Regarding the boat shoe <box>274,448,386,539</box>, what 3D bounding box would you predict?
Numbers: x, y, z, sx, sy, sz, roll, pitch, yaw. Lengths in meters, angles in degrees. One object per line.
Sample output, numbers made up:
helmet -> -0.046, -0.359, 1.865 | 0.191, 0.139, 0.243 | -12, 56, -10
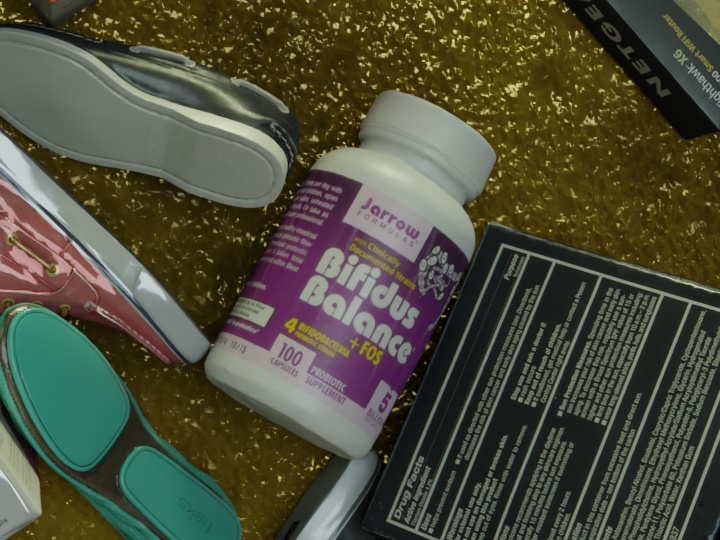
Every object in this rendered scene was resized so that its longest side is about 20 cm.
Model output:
boat shoe -> -0.035, 0.200, 0.969 | 0.066, 0.070, 0.201 | 39, 70, -11

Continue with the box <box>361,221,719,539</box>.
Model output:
box -> 0.139, 0.103, 0.942 | 0.197, 0.123, 0.202 | 18, 78, 30

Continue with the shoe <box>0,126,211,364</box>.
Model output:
shoe -> -0.184, 0.003, 0.933 | 0.200, 0.071, 0.091 | 45, 86, -11

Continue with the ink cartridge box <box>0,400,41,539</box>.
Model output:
ink cartridge box -> -0.258, 0.054, 0.855 | 0.084, 0.146, 0.201 | -33, 102, -7

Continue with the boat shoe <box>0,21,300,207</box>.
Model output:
boat shoe -> -0.130, -0.101, 0.953 | 0.198, 0.074, 0.061 | 18, 41, 1

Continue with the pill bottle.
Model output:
pill bottle -> 0.000, 0.000, 0.961 | 0.112, 0.112, 0.201 | 30, 80, -13

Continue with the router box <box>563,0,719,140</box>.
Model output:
router box -> 0.210, -0.213, 1.062 | 0.200, 0.052, 0.157 | 46, 77, -10

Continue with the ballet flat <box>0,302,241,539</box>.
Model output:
ballet flat -> -0.151, 0.103, 0.929 | 0.200, 0.070, 0.068 | 50, 55, -21

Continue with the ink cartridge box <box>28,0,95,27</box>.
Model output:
ink cartridge box -> -0.195, -0.215, 0.866 | 0.050, 0.200, 0.162 | -36, 98, -9
